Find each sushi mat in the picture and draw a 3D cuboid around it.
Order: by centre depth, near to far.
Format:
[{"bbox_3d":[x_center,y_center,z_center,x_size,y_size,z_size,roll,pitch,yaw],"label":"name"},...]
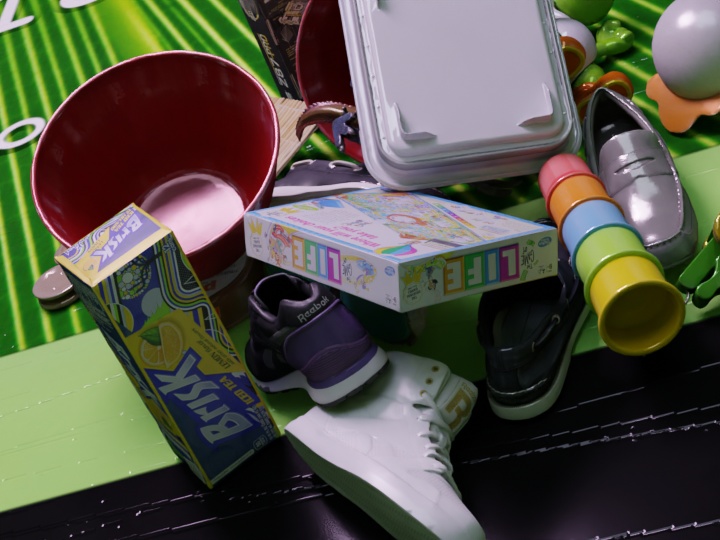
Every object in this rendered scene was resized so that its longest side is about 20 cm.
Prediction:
[{"bbox_3d":[-0.113,-0.092,1.323,0.095,0.012,0.200,11,46,28],"label":"sushi mat"}]

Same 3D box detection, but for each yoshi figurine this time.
[{"bbox_3d":[0.190,-0.217,1.319,0.111,0.113,0.200,-5,34,-1],"label":"yoshi figurine"}]

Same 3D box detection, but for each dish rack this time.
[{"bbox_3d":[0.076,-0.168,1.155,0.171,0.044,0.201,-8,69,-3],"label":"dish rack"}]

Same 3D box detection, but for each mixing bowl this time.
[{"bbox_3d":[-0.151,-0.064,1.196,0.199,0.109,0.201,-5,59,8],"label":"mixing bowl"},{"bbox_3d":[0.053,-0.190,1.306,0.199,0.201,0.108,-13,11,15],"label":"mixing bowl"}]

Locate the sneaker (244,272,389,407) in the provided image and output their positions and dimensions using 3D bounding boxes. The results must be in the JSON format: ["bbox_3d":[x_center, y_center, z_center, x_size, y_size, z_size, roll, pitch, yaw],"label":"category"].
[{"bbox_3d":[-0.047,0.037,1.082,0.076,0.088,0.200,-37,13,-19],"label":"sneaker"}]

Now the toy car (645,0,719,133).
[{"bbox_3d":[0.286,-0.211,1.230,0.177,0.184,0.201,28,88,49],"label":"toy car"}]

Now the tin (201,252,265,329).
[{"bbox_3d":[-0.141,-0.020,1.285,0.111,0.042,0.200,-15,39,6],"label":"tin"}]

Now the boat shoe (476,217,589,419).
[{"bbox_3d":[0.121,0.015,1.076,0.074,0.066,0.200,-4,39,27],"label":"boat shoe"}]

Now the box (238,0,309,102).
[{"bbox_3d":[-0.008,-0.255,1.426,0.200,0.162,0.049,-38,37,-18],"label":"box"}]

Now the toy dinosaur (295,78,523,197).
[{"bbox_3d":[0.073,-0.126,1.237,0.200,0.181,0.106,22,97,62],"label":"toy dinosaur"}]

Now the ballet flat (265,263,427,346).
[{"bbox_3d":[0.000,0.000,1.172,0.072,0.072,0.200,-39,38,-20],"label":"ballet flat"}]

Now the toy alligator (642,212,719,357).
[{"bbox_3d":[0.264,-0.009,1.041,0.054,0.059,0.200,32,77,13],"label":"toy alligator"}]

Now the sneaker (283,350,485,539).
[{"bbox_3d":[0.042,0.114,0.986,0.115,0.074,0.200,-39,36,-15],"label":"sneaker"}]

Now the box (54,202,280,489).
[{"bbox_3d":[-0.132,0.056,1.053,0.070,0.201,0.064,-37,38,-17],"label":"box"}]

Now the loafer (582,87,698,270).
[{"bbox_3d":[0.206,-0.071,1.134,0.070,0.070,0.200,-22,33,6],"label":"loafer"}]

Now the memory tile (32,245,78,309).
[{"bbox_3d":[-0.208,-0.039,1.385,0.153,0.017,0.200,-5,39,25],"label":"memory tile"}]

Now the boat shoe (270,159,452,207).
[{"bbox_3d":[0.002,-0.060,1.245,0.199,0.074,0.060,0,45,43],"label":"boat shoe"}]

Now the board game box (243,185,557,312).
[{"bbox_3d":[0.024,-0.020,1.056,0.134,0.034,0.200,-12,18,-31],"label":"board game box"}]

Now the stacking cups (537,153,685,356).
[{"bbox_3d":[0.171,-0.017,1.059,0.060,0.061,0.200,-21,31,4],"label":"stacking cups"}]
